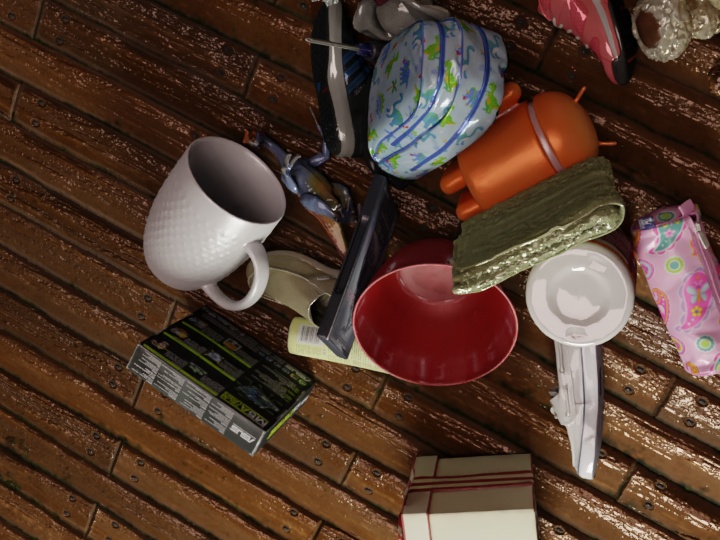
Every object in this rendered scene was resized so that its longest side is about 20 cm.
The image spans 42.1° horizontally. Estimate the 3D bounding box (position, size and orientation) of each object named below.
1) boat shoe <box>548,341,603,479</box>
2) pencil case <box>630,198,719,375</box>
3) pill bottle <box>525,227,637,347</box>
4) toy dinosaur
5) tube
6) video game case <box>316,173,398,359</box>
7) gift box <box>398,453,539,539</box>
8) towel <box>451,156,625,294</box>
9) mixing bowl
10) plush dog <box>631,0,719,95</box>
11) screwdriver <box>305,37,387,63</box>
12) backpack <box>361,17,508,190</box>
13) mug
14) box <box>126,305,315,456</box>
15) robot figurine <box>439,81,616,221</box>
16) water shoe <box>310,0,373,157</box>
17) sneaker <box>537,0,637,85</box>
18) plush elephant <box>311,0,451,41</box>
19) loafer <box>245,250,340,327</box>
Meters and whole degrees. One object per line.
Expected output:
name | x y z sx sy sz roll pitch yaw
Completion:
boat shoe | 0.268 0.159 1.171 0.065 0.073 0.202 1 93 22
pencil case | 0.383 0.019 1.085 0.087 0.087 0.202 -20 97 21
pill bottle | 0.255 0.004 1.061 0.113 0.200 0.115 5 105 17
toy dinosaur | -0.079 -0.108 1.208 0.181 0.105 0.202 28 122 29
tube | 0.003 0.102 1.253 0.198 0.052 0.058 8 147 13
video game case | 0.000 0.000 1.131 0.019 0.143 0.202 16 79 12
gift box | 0.134 0.327 1.197 0.185 0.185 0.202 -7 98 10
towel | 0.183 -0.047 0.999 0.199 0.149 0.037 -28 111 20
mixing bowl | 0.093 0.034 1.153 0.198 0.109 0.201 4 131 4
plush dog | 0.416 -0.284 0.992 0.172 0.161 0.200 44 141 -11
screwdriver | -0.012 -0.262 1.087 0.028 0.199 0.029 -40 72 27
backpack | 0.080 -0.198 1.045 0.199 0.153 0.165 -8 67 49
mug | -0.189 -0.041 1.217 0.175 0.147 0.201 -46 72 33
box | -0.177 0.139 1.239 0.199 0.193 0.048 33 112 7
robot figurine | 0.193 -0.131 1.096 0.199 0.116 0.145 -28 66 23
water shoe | -0.013 -0.239 1.170 0.078 0.071 0.202 -3 86 -25
sneaker | 0.251 -0.299 1.071 0.086 0.074 0.202 -22 92 35
plush elephant | 0.045 -0.344 1.083 0.164 0.155 0.201 19 73 52
loafer | -0.065 0.030 1.232 0.198 0.069 0.076 13 135 14
